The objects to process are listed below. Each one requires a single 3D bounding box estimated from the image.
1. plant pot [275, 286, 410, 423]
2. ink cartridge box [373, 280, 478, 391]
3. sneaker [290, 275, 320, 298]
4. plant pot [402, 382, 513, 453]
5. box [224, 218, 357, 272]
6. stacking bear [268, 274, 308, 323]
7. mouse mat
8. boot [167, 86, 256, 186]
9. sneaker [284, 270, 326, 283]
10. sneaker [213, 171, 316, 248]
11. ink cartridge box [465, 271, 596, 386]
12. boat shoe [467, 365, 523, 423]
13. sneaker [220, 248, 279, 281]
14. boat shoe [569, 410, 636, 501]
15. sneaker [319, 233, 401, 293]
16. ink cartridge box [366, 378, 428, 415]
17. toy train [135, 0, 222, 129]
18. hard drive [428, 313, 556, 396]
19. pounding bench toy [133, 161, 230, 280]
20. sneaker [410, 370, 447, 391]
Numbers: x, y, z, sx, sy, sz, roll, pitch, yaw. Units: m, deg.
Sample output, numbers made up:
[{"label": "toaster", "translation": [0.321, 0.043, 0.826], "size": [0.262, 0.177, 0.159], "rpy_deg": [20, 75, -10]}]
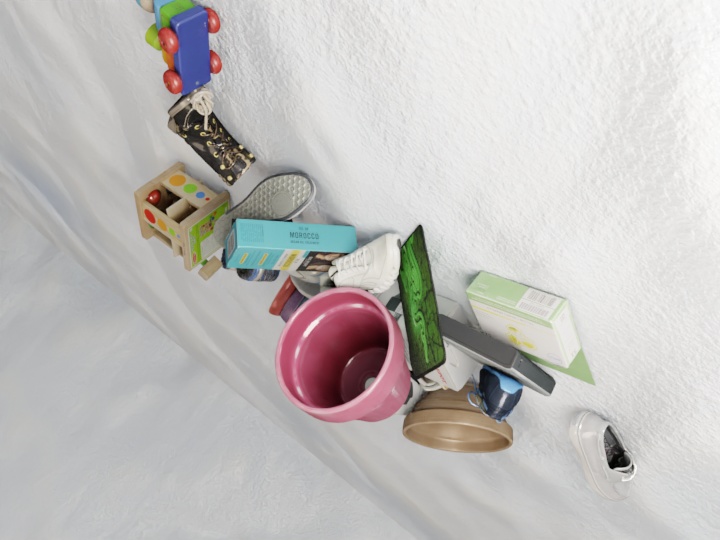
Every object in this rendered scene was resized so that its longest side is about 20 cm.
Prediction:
[{"label": "plant pot", "translation": [-0.008, 0.152, 1.245], "size": [0.199, 0.201, 0.179], "rpy_deg": [26, 168, 33]}, {"label": "ink cartridge box", "translation": [0.091, 0.100, 1.323], "size": [0.199, 0.083, 0.147], "rpy_deg": [21, 151, 43]}, {"label": "sneaker", "translation": [-0.044, 0.062, 1.490], "size": [0.199, 0.073, 0.112], "rpy_deg": [27, 154, 28]}, {"label": "plant pot", "translation": [0.178, 0.261, 1.432], "size": [0.198, 0.094, 0.201], "rpy_deg": [6, 153, 3]}, {"label": "box", "translation": [-0.110, -0.037, 1.259], "size": [0.198, 0.050, 0.082], "rpy_deg": [3, 156, -23]}, {"label": "stacking bear", "translation": [-0.071, 0.093, 1.562], "size": [0.199, 0.114, 0.122], "rpy_deg": [34, 159, 3]}, {"label": "mouse mat", "translation": [0.084, 0.050, 1.158], "size": [0.161, 0.007, 0.203], "rpy_deg": [125, 139, -69]}, {"label": "boot", "translation": [-0.235, -0.215, 1.269], "size": [0.151, 0.073, 0.200], "rpy_deg": [45, 162, -10]}, {"label": "sneaker", "translation": [-0.114, -0.018, 1.461], "size": [0.199, 0.072, 0.073], "rpy_deg": [23, 161, 44]}, {"label": "sneaker", "translation": [-0.131, -0.103, 1.318], "size": [0.201, 0.146, 0.078], "rpy_deg": [-26, 83, 27]}, {"label": "ink cartridge box", "translation": [0.242, 0.098, 1.115], "size": [0.145, 0.048, 0.201], "rpy_deg": [21, 149, 42]}, {"label": "boat shoe", "translation": [0.195, 0.184, 1.177], "size": [0.083, 0.069, 0.200], "rpy_deg": [26, 177, 15]}, {"label": "sneaker", "translation": [-0.227, -0.020, 1.633], "size": [0.084, 0.078, 0.200], "rpy_deg": [15, -166, -33]}, {"label": "boat shoe", "translation": [0.393, 0.296, 1.234], "size": [0.068, 0.072, 0.201], "rpy_deg": [11, 135, 51]}, {"label": "sneaker", "translation": [0.000, 0.000, 1.232], "size": [0.080, 0.076, 0.200], "rpy_deg": [13, 150, -22]}, {"label": "ink cartridge box", "translation": [0.035, 0.221, 1.516], "size": [0.198, 0.084, 0.145], "rpy_deg": [10, 179, -30]}, {"label": "toy train", "translation": [-0.258, -0.299, 1.108], "size": [0.116, 0.084, 0.201], "rpy_deg": [45, 151, 21]}, {"label": "hard drive", "translation": [0.201, 0.127, 1.174], "size": [0.139, 0.033, 0.200], "rpy_deg": [25, 175, 34]}, {"label": "pounding bench toy", "translation": [-0.356, -0.087, 1.591], "size": [0.155, 0.124, 0.201], "rpy_deg": [32, 142, 21]}, {"label": "sneaker", "translation": [0.108, 0.163, 1.428], "size": [0.079, 0.080, 0.199], "rpy_deg": [49, 159, -24]}]
